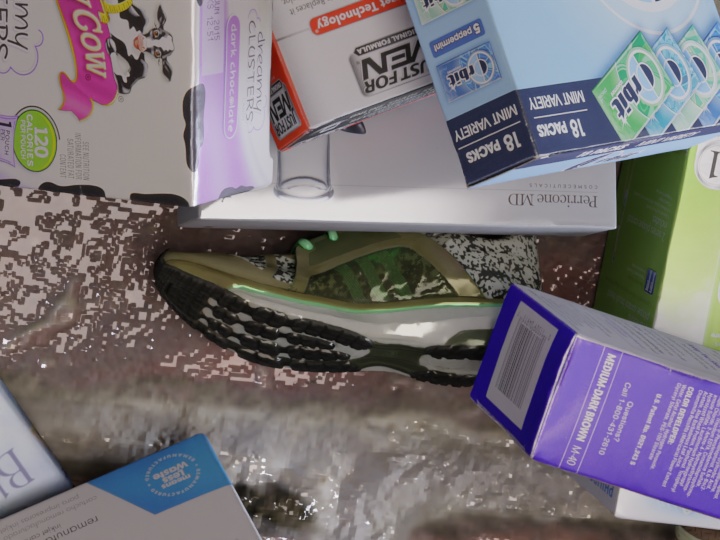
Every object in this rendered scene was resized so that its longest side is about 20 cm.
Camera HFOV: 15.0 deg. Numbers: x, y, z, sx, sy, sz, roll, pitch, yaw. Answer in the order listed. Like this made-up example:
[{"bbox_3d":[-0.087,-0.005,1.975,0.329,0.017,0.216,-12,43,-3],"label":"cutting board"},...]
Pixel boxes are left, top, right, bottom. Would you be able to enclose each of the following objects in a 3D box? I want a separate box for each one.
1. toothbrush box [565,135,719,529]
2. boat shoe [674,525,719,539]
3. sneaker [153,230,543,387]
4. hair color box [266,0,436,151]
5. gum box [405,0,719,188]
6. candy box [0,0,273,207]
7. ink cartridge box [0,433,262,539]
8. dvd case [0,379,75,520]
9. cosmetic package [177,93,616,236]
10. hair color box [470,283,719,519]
[{"bbox_3d":[0.195,0.022,1.333,0.146,0.086,0.200,9,100,-16],"label":"toothbrush box"},{"bbox_3d":[0.240,0.175,1.389,0.200,0.072,0.076,18,108,-18],"label":"boat shoe"},{"bbox_3d":[0.000,0.000,1.297,0.200,0.077,0.089,9,68,-15],"label":"sneaker"},{"bbox_3d":[-0.023,-0.164,1.197,0.101,0.061,0.200,-21,88,-18],"label":"hair color box"},{"bbox_3d":[0.079,-0.144,1.189,0.170,0.045,0.200,-12,81,-50],"label":"gum box"},{"bbox_3d":[-0.137,-0.122,1.160,0.200,0.072,0.168,7,102,26],"label":"candy box"},{"bbox_3d":[-0.080,0.178,1.226,0.116,0.200,0.068,-24,136,-9],"label":"ink cartridge box"},{"bbox_3d":[-0.242,0.066,1.257,0.143,0.018,0.200,-35,108,-7],"label":"dvd case"},{"bbox_3d":[0.017,-0.093,1.259,0.200,0.052,0.151,1,88,-16],"label":"cosmetic package"},{"bbox_3d":[0.160,0.073,1.233,0.200,0.109,0.065,17,98,-14],"label":"hair color box"}]
